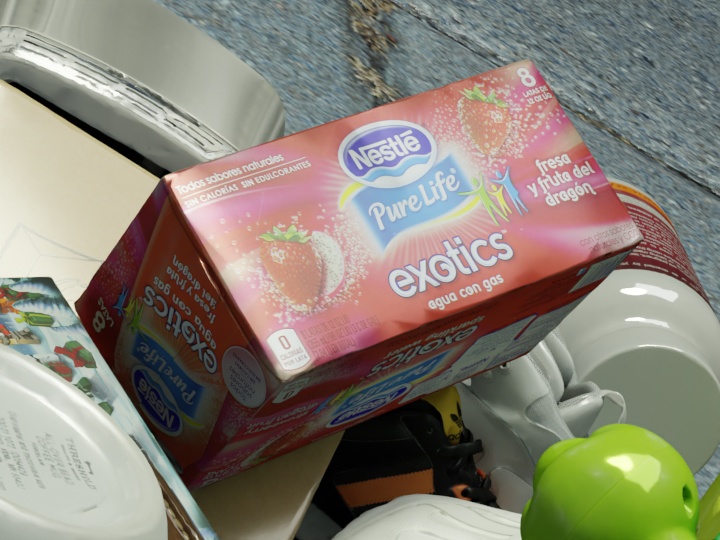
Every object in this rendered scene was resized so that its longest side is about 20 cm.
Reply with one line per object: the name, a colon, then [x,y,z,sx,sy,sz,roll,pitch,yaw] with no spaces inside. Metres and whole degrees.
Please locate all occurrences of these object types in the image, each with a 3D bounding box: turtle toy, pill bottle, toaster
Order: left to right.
toaster: [-0.130,-0.066,1.328,0.199,0.114,0.129,32,20,-12]
pill bottle: [0.134,0.035,1.523,0.113,0.113,0.200,28,18,-17]
turtle toy: [0.141,0.137,1.053,0.200,0.146,0.101,44,2,-17]

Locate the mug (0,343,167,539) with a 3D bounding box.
mug: [-0.129,0.121,0.731,0.147,0.176,0.200,26,19,-20]

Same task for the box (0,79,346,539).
box: [-0.099,0.030,1.143,0.199,0.021,0.164,32,51,-5]

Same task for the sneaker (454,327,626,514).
sneaker: [0.022,0.049,1.285,0.200,0.115,0.075,36,17,9]

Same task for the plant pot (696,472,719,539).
plant pot: [0.262,0.146,1.335,0.199,0.200,0.181,35,23,4]

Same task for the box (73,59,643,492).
box: [0.000,0.000,1.135,0.199,0.100,0.096,-20,72,-37]

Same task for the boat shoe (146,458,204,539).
boat shoe: [-0.050,0.128,0.891,0.074,0.075,0.203,-16,73,-37]

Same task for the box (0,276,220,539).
box: [-0.135,0.076,1.000,0.136,0.040,0.200,-3,37,-33]

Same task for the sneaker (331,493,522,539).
sneaker: [0.072,0.129,1.130,0.199,0.078,0.099,-4,4,-32]

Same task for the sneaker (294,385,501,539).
sneaker: [0.030,0.097,1.215,0.200,0.090,0.070,35,18,6]
